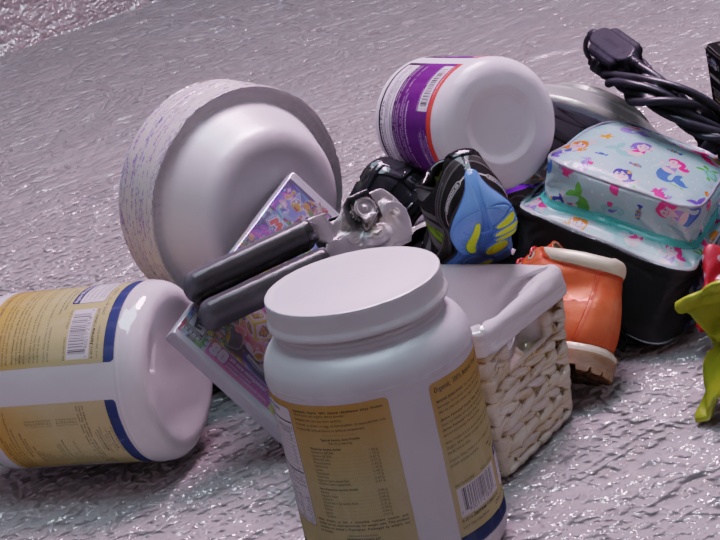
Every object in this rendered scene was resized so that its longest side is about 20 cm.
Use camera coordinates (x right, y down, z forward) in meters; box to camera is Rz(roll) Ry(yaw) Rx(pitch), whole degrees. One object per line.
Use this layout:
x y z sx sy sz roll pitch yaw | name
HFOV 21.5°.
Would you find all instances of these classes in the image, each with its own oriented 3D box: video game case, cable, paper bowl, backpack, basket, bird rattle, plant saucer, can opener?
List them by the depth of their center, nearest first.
0.322 0.051 1.443 0.162 0.114 0.200 9 13 23 | bird rattle
0.052 0.074 1.453 0.198 0.125 0.135 1 22 34 | basket
-0.048 -0.005 1.521 0.199 0.054 0.067 -25 -18 -20 | can opener
-0.054 0.032 1.548 0.018 0.143 0.201 -35 16 51 | video game case
0.233 -0.039 1.618 0.176 0.152 0.200 22 23 22 | backpack
-0.101 -0.061 1.643 0.200 0.203 0.104 -25 24 -32 | paper bowl
0.276 -0.138 1.664 0.051 0.163 0.200 -50 30 5 | cable
0.213 -0.127 1.762 0.199 0.200 0.051 8 67 46 | plant saucer

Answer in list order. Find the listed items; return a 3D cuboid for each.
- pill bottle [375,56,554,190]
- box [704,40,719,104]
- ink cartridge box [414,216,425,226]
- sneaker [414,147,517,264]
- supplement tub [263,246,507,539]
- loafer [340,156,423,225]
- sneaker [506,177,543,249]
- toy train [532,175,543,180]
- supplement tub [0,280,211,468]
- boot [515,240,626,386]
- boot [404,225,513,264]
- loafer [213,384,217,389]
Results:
0.082 -0.130 1.655 0.112 0.114 0.200 -19 12 -17 | pill bottle
0.388 -0.117 1.721 0.085 0.165 0.200 -12 17 0 | box
-0.030 -0.023 1.826 0.199 0.044 0.197 -30 4 -39 | ink cartridge box
0.082 -0.046 1.510 0.070 0.083 0.200 -16 -13 -8 | sneaker
0.015 0.098 1.284 0.143 0.202 0.145 -11 18 4 | supplement tub
0.000 0.000 1.652 0.070 0.202 0.068 30 14 13 | loafer
0.169 -0.042 1.772 0.099 0.070 0.200 26 11 29 | sneaker
0.189 -0.115 1.911 0.198 0.086 0.114 -4 -24 26 | toy train
-0.236 0.087 1.554 0.198 0.146 0.144 -5 20 22 | supplement tub
0.127 0.028 1.541 0.199 0.108 0.075 6 -13 36 | boot
0.064 0.010 1.717 0.163 0.066 0.200 -10 20 -27 | boot
-0.154 0.076 1.691 0.198 0.074 0.071 -9 12 -19 | loafer
